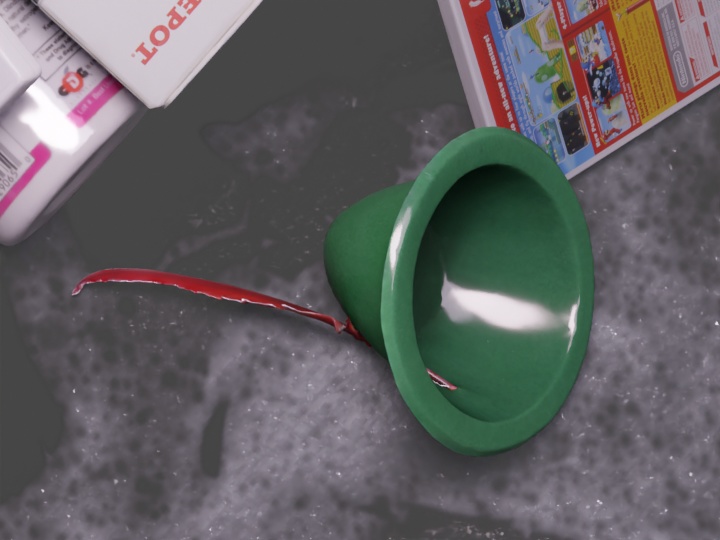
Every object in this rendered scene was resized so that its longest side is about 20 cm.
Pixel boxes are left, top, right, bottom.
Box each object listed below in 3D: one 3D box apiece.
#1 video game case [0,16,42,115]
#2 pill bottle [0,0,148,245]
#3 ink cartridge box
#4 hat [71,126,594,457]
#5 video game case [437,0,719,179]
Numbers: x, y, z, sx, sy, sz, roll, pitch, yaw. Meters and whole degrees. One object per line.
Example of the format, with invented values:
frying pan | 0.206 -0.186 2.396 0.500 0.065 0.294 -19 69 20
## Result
video game case | -0.271 -0.106 1.381 0.182 0.200 0.023 51 32 2
pill bottle | -0.209 -0.119 1.430 0.200 0.113 0.113 44 70 -1
ink cartridge box | -0.120 -0.198 1.374 0.200 0.083 0.147 43 102 -6
hat | 0.000 0.000 1.510 0.200 0.175 0.166 45 61 -41
video game case | 0.138 -0.139 1.540 0.199 0.017 0.144 -32 124 -21
